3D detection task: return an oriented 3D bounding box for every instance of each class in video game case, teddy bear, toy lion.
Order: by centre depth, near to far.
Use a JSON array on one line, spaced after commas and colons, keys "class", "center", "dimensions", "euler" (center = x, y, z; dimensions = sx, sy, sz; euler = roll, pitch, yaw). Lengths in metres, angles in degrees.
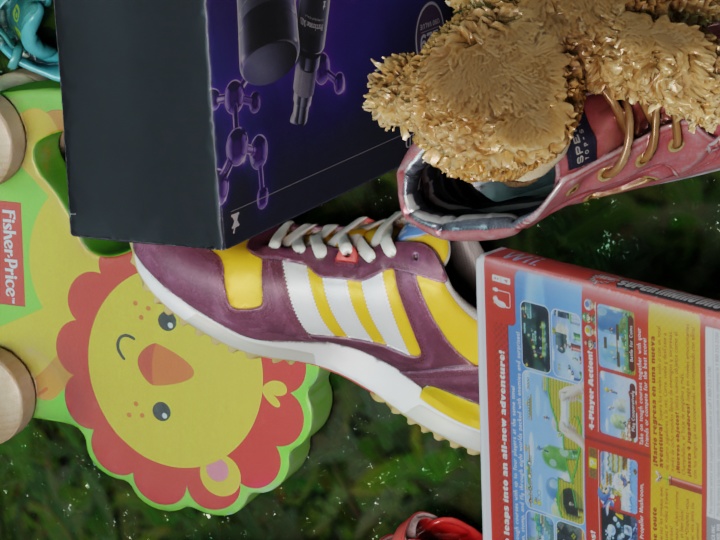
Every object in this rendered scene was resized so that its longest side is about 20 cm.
[{"class": "video game case", "center": [0.122, 0.079, 0.968], "dimensions": [0.199, 0.017, 0.144], "euler": [15, 114, 45]}, {"class": "teddy bear", "center": [0.090, -0.101, 0.981], "dimensions": [0.144, 0.201, 0.067], "euler": [16, 147, 12]}, {"class": "toy lion", "center": [-0.102, 0.013, 1.193], "dimensions": [0.190, 0.069, 0.202], "euler": [5, 107, 22]}]

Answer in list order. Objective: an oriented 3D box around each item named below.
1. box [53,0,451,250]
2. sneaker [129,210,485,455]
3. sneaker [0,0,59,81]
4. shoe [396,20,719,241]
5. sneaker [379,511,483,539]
[{"class": "box", "center": [-0.038, -0.101, 1.034], "dimensions": [0.078, 0.200, 0.142], "euler": [8, 109, 27]}, {"class": "sneaker", "center": [0.000, 0.000, 1.097], "dimensions": [0.199, 0.075, 0.090], "euler": [23, 123, -4]}, {"class": "sneaker", "center": [-0.145, -0.126, 1.161], "dimensions": [0.199, 0.080, 0.078], "euler": [18, 113, 25]}, {"class": "shoe", "center": [0.110, -0.061, 1.023], "dimensions": [0.199, 0.091, 0.072], "euler": [-19, 95, 33]}, {"class": "sneaker", "center": [-0.005, 0.149, 1.169], "dimensions": [0.200, 0.067, 0.109], "euler": [26, 115, 18]}]
